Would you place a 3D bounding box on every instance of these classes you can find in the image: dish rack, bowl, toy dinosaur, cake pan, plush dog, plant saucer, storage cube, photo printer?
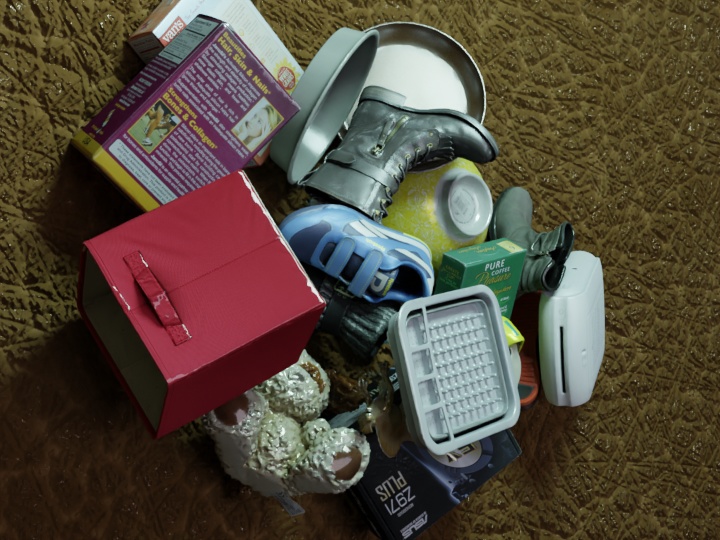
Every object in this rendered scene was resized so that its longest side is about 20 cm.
[{"bbox_3d":[0.101,0.111,1.624,0.200,0.043,0.172,-11,88,-51],"label":"dish rack"},{"bbox_3d":[0.102,-0.079,1.810,0.200,0.108,0.201,5,82,-41],"label":"bowl"},{"bbox_3d":[0.038,0.163,1.622,0.200,0.058,0.101,27,56,-54],"label":"toy dinosaur"},{"bbox_3d":[-0.043,-0.194,1.639,0.037,0.200,0.200,31,60,6],"label":"cake pan"},{"bbox_3d":[-0.091,0.161,1.610,0.200,0.160,0.172,26,53,-11],"label":"plush dog"},{"bbox_3d":[0.054,-0.210,1.773,0.200,0.032,0.201,2,73,-7],"label":"plant saucer"},{"bbox_3d":[-0.165,0.035,1.443,0.180,0.200,0.171,-28,75,-21],"label":"storage cube"},{"bbox_3d":[0.282,0.080,1.913,0.200,0.069,0.167,-50,137,-66],"label":"photo printer"}]

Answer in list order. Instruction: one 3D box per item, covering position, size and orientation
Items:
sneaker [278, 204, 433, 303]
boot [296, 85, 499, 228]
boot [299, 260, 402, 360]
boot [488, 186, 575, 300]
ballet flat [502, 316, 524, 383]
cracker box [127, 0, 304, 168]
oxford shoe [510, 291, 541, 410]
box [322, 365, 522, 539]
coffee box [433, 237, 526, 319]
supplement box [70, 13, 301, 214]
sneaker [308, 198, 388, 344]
[{"bbox_3d":[0.000,-0.014,1.608,0.200,0.074,0.082,15,35,-23],"label":"sneaker"},{"bbox_3d":[0.045,-0.116,1.682,0.069,0.200,0.174,91,21,-60],"label":"boot"},{"bbox_3d":[-0.052,0.052,1.622,0.158,0.079,0.211,43,44,7],"label":"boot"},{"bbox_3d":[0.232,-0.039,1.894,0.068,0.131,0.200,39,50,-30],"label":"boot"},{"bbox_3d":[0.167,0.153,1.817,0.067,0.067,0.200,-17,127,-41],"label":"ballet flat"},{"bbox_3d":[-0.154,-0.232,1.630,0.200,0.058,0.134,52,56,-27],"label":"cracker box"},{"bbox_3d":[0.214,0.091,1.937,0.073,0.071,0.200,56,37,-66],"label":"oxford shoe"},{"bbox_3d":[0.067,0.206,1.727,0.200,0.086,0.164,-35,111,-16],"label":"box"},{"bbox_3d":[0.138,0.062,1.815,0.123,0.044,0.200,-15,125,-42],"label":"coffee box"},{"bbox_3d":[-0.186,-0.155,1.519,0.200,0.103,0.131,-45,118,-6],"label":"supplement box"},{"bbox_3d":[0.000,0.000,1.731,0.076,0.081,0.200,-32,109,-40],"label":"sneaker"}]
